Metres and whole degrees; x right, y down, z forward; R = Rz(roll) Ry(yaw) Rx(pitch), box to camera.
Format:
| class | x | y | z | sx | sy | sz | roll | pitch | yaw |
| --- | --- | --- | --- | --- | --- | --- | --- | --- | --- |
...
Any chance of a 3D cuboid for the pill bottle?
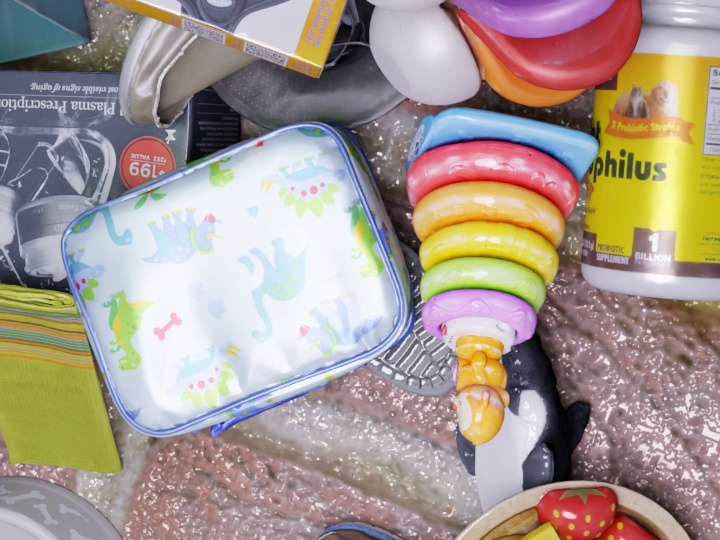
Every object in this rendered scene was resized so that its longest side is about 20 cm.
| class | x | y | z | sx | sy | sz | roll | pitch | yaw |
| --- | --- | --- | --- | --- | --- | --- | --- | --- | --- |
| pill bottle | 0.197 | -0.086 | 1.217 | 0.109 | 0.109 | 0.201 | 5 | 94 | 15 |

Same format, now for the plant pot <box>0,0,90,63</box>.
| class | x | y | z | sx | sy | sz | roll | pitch | yaw |
| --- | --- | --- | --- | --- | --- | --- | --- | --- | --- |
| plant pot | -0.282 | -0.252 | 1.330 | 0.141 | 0.141 | 0.201 | -9 | 80 | 16 |

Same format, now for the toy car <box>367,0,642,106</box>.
| class | x | y | z | sx | sy | sz | roll | pitch | yaw |
| --- | --- | --- | --- | --- | --- | --- | --- | --- | --- |
| toy car | 0.094 | -0.175 | 1.131 | 0.175 | 0.200 | 0.150 | -37 | 53 | -10 |

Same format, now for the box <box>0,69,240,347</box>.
| class | x | y | z | sx | sy | sz | roll | pitch | yaw |
| --- | --- | --- | --- | --- | --- | --- | --- | --- | --- |
| box | -0.189 | -0.044 | 1.332 | 0.199 | 0.104 | 0.183 | 2 | 95 | 16 |

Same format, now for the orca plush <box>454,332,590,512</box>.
| class | x | y | z | sx | sy | sz | roll | pitch | yaw |
| --- | --- | --- | --- | --- | --- | --- | --- | --- | --- |
| orca plush | 0.112 | 0.092 | 1.291 | 0.105 | 0.071 | 0.201 | -33 | 69 | 60 |

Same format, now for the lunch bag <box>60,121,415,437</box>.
| class | x | y | z | sx | sy | sz | roll | pitch | yaw |
| --- | --- | --- | --- | --- | --- | --- | --- | --- | --- |
| lunch bag | -0.074 | 0.008 | 1.215 | 0.199 | 0.082 | 0.161 | -22 | 89 | 8 |

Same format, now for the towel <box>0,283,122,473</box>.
| class | x | y | z | sx | sy | sz | roll | pitch | yaw |
| --- | --- | --- | --- | --- | --- | --- | --- | --- | --- |
| towel | -0.215 | 0.077 | 1.316 | 0.086 | 0.200 | 0.018 | 8 | 53 | 10 |

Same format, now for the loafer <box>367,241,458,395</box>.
| class | x | y | z | sx | sy | sz | roll | pitch | yaw |
| --- | --- | --- | --- | --- | --- | --- | --- | --- | --- |
| loafer | 0.000 | 0.000 | 1.292 | 0.075 | 0.070 | 0.200 | -44 | 77 | 7 |

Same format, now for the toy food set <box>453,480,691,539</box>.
| class | x | y | z | sx | sy | sz | roll | pitch | yaw |
| --- | --- | --- | --- | --- | --- | --- | --- | --- | --- |
| toy food set | 0.129 | 0.229 | 1.239 | 0.197 | 0.049 | 0.200 | -31 | 111 | -1 |

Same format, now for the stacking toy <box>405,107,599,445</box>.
| class | x | y | z | sx | sy | sz | roll | pitch | yaw |
| --- | --- | --- | --- | --- | --- | --- | --- | --- | --- |
| stacking toy | 0.075 | 0.011 | 1.190 | 0.109 | 0.116 | 0.201 | 10 | 66 | -7 |

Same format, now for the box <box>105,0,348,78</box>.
| class | x | y | z | sx | sy | sz | roll | pitch | yaw |
| --- | --- | --- | --- | --- | --- | --- | --- | --- | --- |
| box | -0.097 | -0.205 | 1.166 | 0.199 | 0.041 | 0.120 | 19 | 84 | -6 |

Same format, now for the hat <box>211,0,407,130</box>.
| class | x | y | z | sx | sy | sz | roll | pitch | yaw |
| --- | --- | --- | --- | --- | --- | --- | --- | --- | --- |
| hat | -0.014 | -0.180 | 1.283 | 0.200 | 0.081 | 0.202 | -1 | 85 | 13 |

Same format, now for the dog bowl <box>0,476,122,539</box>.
| class | x | y | z | sx | sy | sz | roll | pitch | yaw |
| --- | --- | --- | --- | --- | --- | --- | --- | --- | --- |
| dog bowl | -0.254 | 0.249 | 1.393 | 0.199 | 0.059 | 0.201 | 1 | 93 | 16 |

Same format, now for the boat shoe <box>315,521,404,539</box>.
| class | x | y | z | sx | sy | sz | roll | pitch | yaw |
| --- | --- | --- | --- | --- | --- | --- | --- | --- | --- |
| boat shoe | 0.056 | 0.224 | 1.294 | 0.199 | 0.072 | 0.073 | 14 | 96 | 13 |

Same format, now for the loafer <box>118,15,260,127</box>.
| class | x | y | z | sx | sy | sz | roll | pitch | yaw |
| --- | --- | --- | --- | --- | --- | --- | --- | --- | --- |
| loafer | -0.072 | -0.162 | 1.214 | 0.070 | 0.075 | 0.200 | 40 | 93 | 12 |
